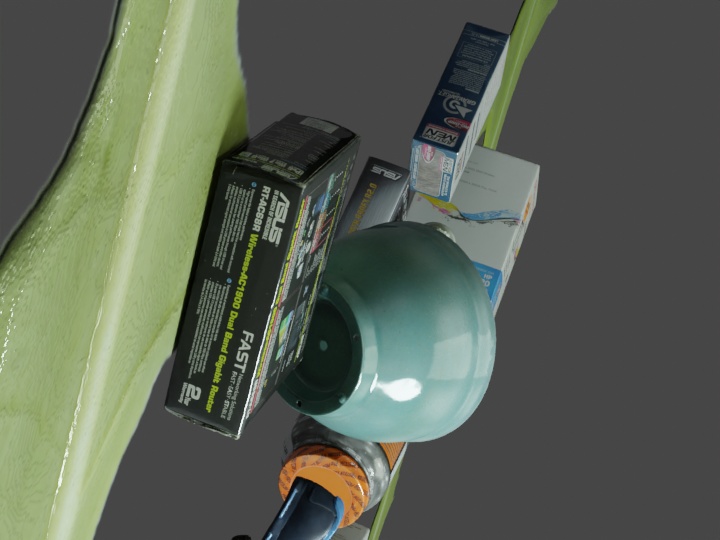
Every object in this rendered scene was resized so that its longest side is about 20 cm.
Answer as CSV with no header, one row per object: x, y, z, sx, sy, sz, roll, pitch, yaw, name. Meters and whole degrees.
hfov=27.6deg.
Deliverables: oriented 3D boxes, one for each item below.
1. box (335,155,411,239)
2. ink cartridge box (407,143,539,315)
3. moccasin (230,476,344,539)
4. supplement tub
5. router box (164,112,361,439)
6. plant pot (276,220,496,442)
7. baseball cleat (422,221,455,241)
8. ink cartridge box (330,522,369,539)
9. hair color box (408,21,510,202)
0.000,0.000,1.517,0.200,0.048,0.159,89,24,-65,box
0.134,-0.047,1.906,0.147,0.144,0.201,81,29,-69,ink cartridge box
-0.100,0.278,1.413,0.200,0.068,0.080,-49,-174,4,moccasin
-0.011,0.181,1.593,0.200,0.122,0.123,-56,163,-55,supplement tub
-0.070,0.000,1.064,0.150,0.062,0.201,-51,159,-67,router box
-0.001,0.059,1.278,0.134,0.200,0.201,-6,118,-50,plant pot
0.032,0.044,1.481,0.200,0.070,0.106,-58,175,-7,baseball cleat
-0.068,0.424,1.871,0.200,0.084,0.145,-52,159,-62,ink cartridge box
0.118,-0.194,1.779,0.100,0.060,0.200,94,17,-57,hair color box
